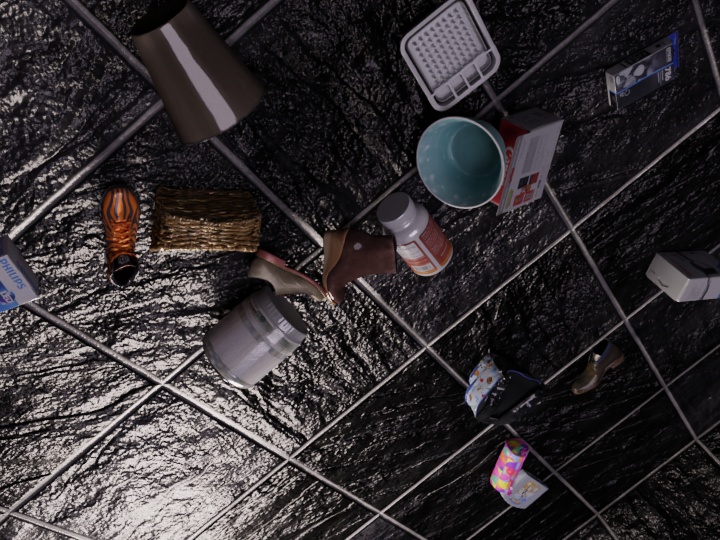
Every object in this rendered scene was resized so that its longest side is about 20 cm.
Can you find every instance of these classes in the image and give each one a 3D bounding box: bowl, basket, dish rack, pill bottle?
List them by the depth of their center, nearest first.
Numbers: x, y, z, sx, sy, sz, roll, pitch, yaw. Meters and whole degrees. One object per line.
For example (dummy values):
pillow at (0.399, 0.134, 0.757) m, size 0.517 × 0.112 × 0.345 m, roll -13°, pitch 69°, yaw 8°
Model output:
basket at (-0.288, -0.346, 1.243) m, size 0.180 × 0.136 × 0.200 m, roll -35°, pitch 129°, yaw -3°
basket at (-0.304, -0.067, 1.436) m, size 0.200 × 0.143 × 0.149 m, roll 0°, pitch 124°, yaw -27°
dish rack at (0.175, -0.439, 1.460) m, size 0.172 × 0.044 × 0.200 m, roll -37°, pitch 132°, yaw 5°
bowl at (0.231, -0.244, 1.559) m, size 0.105 × 0.201 × 0.201 m, roll -39°, pitch 148°, yaw -49°
pill bottle at (0.121, -0.085, 1.657) m, size 0.112 × 0.112 × 0.200 m, roll -38°, pitch 132°, yaw 5°

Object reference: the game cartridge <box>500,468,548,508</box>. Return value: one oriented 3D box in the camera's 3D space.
game cartridge at (0.578, 0.785, 2.604) m, size 0.133 × 0.042 × 0.200 m, roll -46°, pitch 131°, yaw 6°

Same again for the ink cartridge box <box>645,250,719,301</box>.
ink cartridge box at (0.969, 0.013, 2.135) m, size 0.200 × 0.145 × 0.084 m, roll -3°, pitch 125°, yaw -24°

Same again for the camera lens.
camera lens at (-0.238, 0.151, 1.624) m, size 0.200 × 0.160 × 0.160 m, roll -41°, pitch 132°, yaw 7°

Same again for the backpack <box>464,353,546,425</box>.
backpack at (0.395, 0.345, 2.099) m, size 0.200 × 0.154 × 0.191 m, roll 28°, pitch 103°, yaw -30°

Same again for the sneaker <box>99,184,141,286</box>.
sneaker at (-0.450, -0.057, 1.390) m, size 0.077 × 0.112 × 0.200 m, roll -8°, pitch 127°, yaw -22°

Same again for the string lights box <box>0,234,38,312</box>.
string lights box at (-0.629, 0.031, 1.150) m, size 0.200 × 0.059 × 0.103 m, roll -22°, pitch 134°, yaw -8°

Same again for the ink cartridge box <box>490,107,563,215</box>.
ink cartridge box at (0.349, -0.244, 1.632) m, size 0.175 × 0.084 × 0.200 m, roll -23°, pitch 135°, yaw -39°

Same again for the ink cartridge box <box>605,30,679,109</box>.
ink cartridge box at (0.666, -0.464, 1.692) m, size 0.200 × 0.039 × 0.100 m, roll -31°, pitch 132°, yaw -3°

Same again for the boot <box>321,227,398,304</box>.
boot at (0.000, 0.000, 1.639) m, size 0.166 × 0.072 × 0.200 m, roll 7°, pitch 122°, yaw 15°

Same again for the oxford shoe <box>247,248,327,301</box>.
oxford shoe at (-0.163, 0.027, 1.611) m, size 0.200 × 0.070 × 0.075 m, roll 32°, pitch 82°, yaw -26°

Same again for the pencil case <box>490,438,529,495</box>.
pencil case at (0.499, 0.653, 2.431) m, size 0.088 × 0.088 × 0.200 m, roll -6°, pitch 126°, yaw -23°

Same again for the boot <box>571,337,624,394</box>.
boot at (0.729, 0.297, 2.293) m, size 0.200 × 0.075 × 0.097 m, roll -41°, pitch 121°, yaw -3°
